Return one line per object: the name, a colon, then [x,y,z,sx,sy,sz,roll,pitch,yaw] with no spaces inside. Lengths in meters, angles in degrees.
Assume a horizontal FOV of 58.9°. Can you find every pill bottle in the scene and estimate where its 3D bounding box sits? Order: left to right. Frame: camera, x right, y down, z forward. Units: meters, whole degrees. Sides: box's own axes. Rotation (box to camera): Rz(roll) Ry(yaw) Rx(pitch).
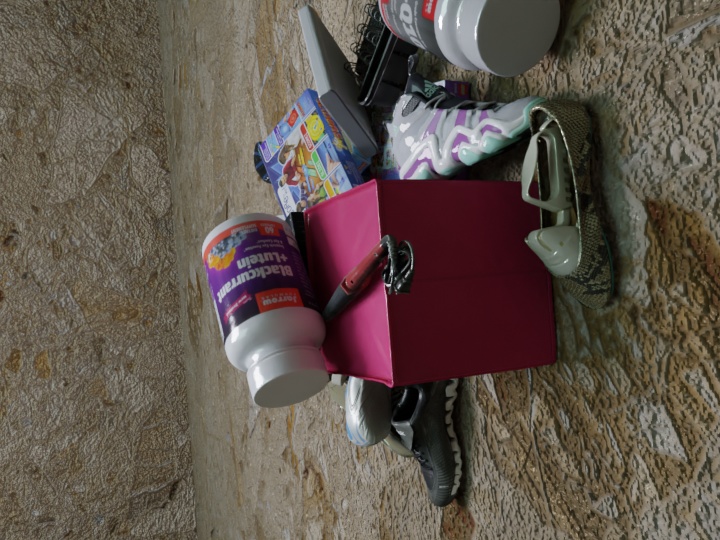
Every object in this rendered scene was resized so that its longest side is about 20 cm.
pill bottle: [-0.103,0.044,0.708,0.200,0.111,0.112,67,149,31]
pill bottle: [0.109,-0.280,0.676,0.200,0.114,0.114,-129,42,-51]

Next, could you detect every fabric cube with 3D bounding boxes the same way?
fabric cube: [0.069,0.013,0.704,0.196,0.199,0.201,-7,87,63]

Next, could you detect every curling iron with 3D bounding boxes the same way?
curling iron: [-0.003,0.018,0.596,0.200,0.025,0.050,144,122,-60]

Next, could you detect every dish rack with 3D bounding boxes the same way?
dish rack: [0.026,-0.317,0.867,0.154,0.054,0.200,-66,27,24]

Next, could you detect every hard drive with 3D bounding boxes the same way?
hard drive: [-0.033,-0.269,0.903,0.026,0.132,0.200,-27,52,16]

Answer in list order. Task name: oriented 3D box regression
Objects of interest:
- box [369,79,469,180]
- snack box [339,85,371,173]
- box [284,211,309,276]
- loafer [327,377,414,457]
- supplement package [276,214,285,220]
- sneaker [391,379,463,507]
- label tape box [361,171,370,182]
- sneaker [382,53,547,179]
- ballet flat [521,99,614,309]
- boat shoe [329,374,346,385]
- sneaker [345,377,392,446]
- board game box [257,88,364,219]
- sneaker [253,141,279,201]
box: [0.072,-0.170,0.855,0.200,0.039,0.137,16,107,63]
snack box: [-0.040,-0.201,0.993,0.116,0.037,0.200,-42,38,34]
box: [0.000,0.000,0.842,0.079,0.199,0.142,-45,53,56]
loafer: [0.024,0.201,0.934,0.200,0.076,0.068,41,139,30]
supplement package: [-0.094,0.018,1.030,0.200,0.114,0.109,50,162,-18]
sneaker: [0.081,0.212,0.831,0.066,0.090,0.201,-174,81,-65]
label tape box: [-0.036,-0.072,1.065,0.143,0.066,0.201,37,124,58]
sneaker: [0.096,-0.176,0.689,0.200,0.078,0.140,-24,91,44]
ballet flat: [0.184,-0.061,0.595,0.068,0.075,0.201,-11,84,63]
boat shoe: [-0.036,0.102,0.877,0.200,0.059,0.072,-56,-23,-77]
sneaker: [0.013,0.140,0.876,0.072,0.072,0.201,-27,47,53]
board game box: [-0.072,-0.142,0.921,0.135,0.034,0.200,-41,60,34]
sneaker: [-0.102,-0.149,1.041,0.200,0.077,0.076,55,142,31]
